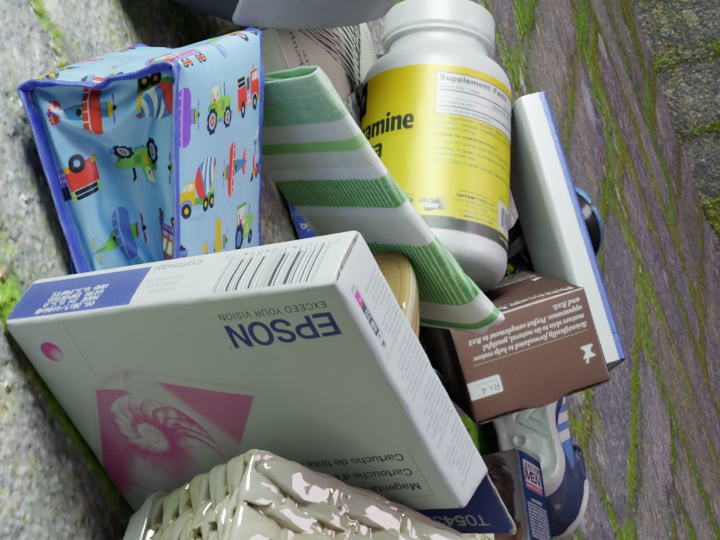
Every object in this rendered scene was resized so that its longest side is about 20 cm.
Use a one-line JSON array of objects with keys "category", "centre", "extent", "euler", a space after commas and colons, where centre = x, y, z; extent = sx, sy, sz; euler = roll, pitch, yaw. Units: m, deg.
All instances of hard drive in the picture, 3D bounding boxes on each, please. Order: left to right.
[{"category": "hard drive", "centre": [-0.064, -0.192, 0.984], "extent": [0.199, 0.134, 0.043], "euler": [-19, 126, -58]}, {"category": "hard drive", "centre": [0.149, -0.019, 1.149], "extent": [0.132, 0.025, 0.202], "euler": [97, -21, -79]}]

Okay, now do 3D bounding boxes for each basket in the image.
[{"category": "basket", "centre": [-0.014, 0.186, 0.726], "extent": [0.199, 0.123, 0.137], "euler": [25, 55, -20]}]

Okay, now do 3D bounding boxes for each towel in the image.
[{"category": "towel", "centre": [-0.003, -0.042, 0.958], "extent": [0.023, 0.152, 0.201], "euler": [-43, 112, -19]}]

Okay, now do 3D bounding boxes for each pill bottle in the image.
[{"category": "pill bottle", "centre": [0.054, -0.091, 1.113], "extent": [0.112, 0.111, 0.202], "euler": [37, 52, -59]}]

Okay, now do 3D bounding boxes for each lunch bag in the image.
[{"category": "lunch bag", "centre": [-0.101, -0.023, 0.860], "extent": [0.151, 0.093, 0.202], "euler": [-47, 129, -70]}]

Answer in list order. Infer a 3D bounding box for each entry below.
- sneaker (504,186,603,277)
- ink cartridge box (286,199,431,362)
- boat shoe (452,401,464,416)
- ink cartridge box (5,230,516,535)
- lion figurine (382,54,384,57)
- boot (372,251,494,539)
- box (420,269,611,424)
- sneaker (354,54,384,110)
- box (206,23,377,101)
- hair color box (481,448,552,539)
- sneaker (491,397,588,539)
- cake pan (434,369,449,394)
[{"category": "sneaker", "centre": [0.123, 0.003, 1.270], "extent": [0.071, 0.199, 0.083], "euler": [54, 35, 1]}, {"category": "ink cartridge box", "centre": [0.000, 0.000, 1.164], "extent": [0.119, 0.042, 0.202], "euler": [-48, 120, -67]}, {"category": "boat shoe", "centre": [0.088, 0.087, 1.311], "extent": [0.057, 0.068, 0.200], "euler": [59, 17, 2]}, {"category": "ink cartridge box", "centre": [-0.047, 0.079, 0.750], "extent": [0.201, 0.195, 0.043], "euler": [62, 36, -30]}, {"category": "lion figurine", "centre": [0.045, -0.100, 1.212], "extent": [0.122, 0.072, 0.201], "euler": [-31, 93, -37]}, {"category": "boot", "centre": [0.027, 0.107, 0.928], "extent": [0.155, 0.072, 0.202], "euler": [44, 44, -44]}, {"category": "box", "centre": [0.105, 0.052, 1.115], "extent": [0.200, 0.099, 0.076], "euler": [-144, -143, -82]}, {"category": "sneaker", "centre": [0.043, -0.086, 1.282], "extent": [0.202, 0.080, 0.086], "euler": [69, 22, -14]}, {"category": "box", "centre": [-0.050, -0.150, 1.090], "extent": [0.200, 0.068, 0.083], "euler": [-57, 130, -65]}, {"category": "hair color box", "centre": [0.098, 0.246, 1.158], "extent": [0.060, 0.099, 0.202], "euler": [35, 43, -58]}, {"category": "sneaker", "centre": [0.169, 0.157, 1.461], "extent": [0.147, 0.080, 0.202], "euler": [62, 19, -52]}, {"category": "cake pan", "centre": [0.031, 0.155, 1.060], "extent": [0.200, 0.036, 0.203], "euler": [1, 90, -74]}]
